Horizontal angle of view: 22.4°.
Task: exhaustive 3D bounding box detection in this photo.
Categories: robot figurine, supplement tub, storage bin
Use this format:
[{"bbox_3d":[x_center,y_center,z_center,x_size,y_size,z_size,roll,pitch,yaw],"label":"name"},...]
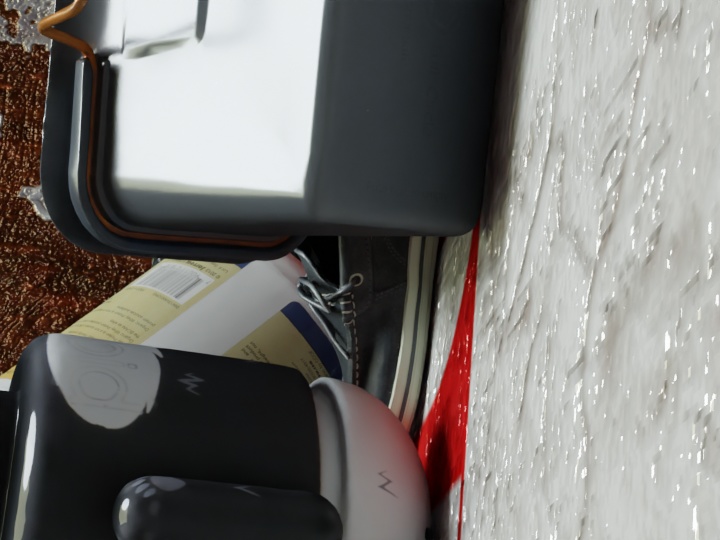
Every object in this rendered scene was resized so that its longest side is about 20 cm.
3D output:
[{"bbox_3d":[-0.072,0.093,0.677,0.151,0.198,0.126,-107,31,-58],"label":"robot figurine"},{"bbox_3d":[-0.099,0.088,0.850,0.200,0.144,0.145,-37,-22,-28],"label":"supplement tub"},{"bbox_3d":[-0.028,-0.100,0.645,0.134,0.145,0.202,7,92,48],"label":"storage bin"}]

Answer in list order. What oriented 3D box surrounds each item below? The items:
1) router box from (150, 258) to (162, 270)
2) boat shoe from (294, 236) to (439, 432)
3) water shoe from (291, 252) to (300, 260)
[{"bbox_3d":[-0.070,0.083,1.092,0.200,0.051,0.150,49,-137,-58],"label":"router box"},{"bbox_3d":[0.000,0.000,0.777,0.075,0.062,0.202,-102,17,-71],"label":"boat shoe"},{"bbox_3d":[-0.018,-0.024,0.946,0.079,0.072,0.200,-47,8,-27],"label":"water shoe"}]
